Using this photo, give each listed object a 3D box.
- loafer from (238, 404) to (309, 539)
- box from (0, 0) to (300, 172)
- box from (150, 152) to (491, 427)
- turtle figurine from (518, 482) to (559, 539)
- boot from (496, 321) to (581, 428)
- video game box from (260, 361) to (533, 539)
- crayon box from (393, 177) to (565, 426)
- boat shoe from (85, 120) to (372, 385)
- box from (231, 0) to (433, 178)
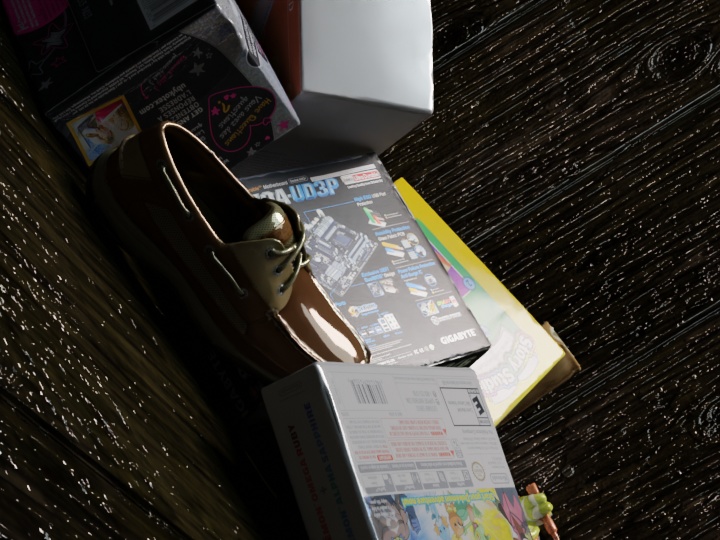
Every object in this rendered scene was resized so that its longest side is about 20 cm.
[{"bbox_3d":[-0.001,0.156,1.340,0.200,0.063,0.072,60,38,-14],"label":"loafer"},{"bbox_3d":[-0.139,-0.145,1.456,0.115,0.132,0.200,55,4,-40],"label":"box"},{"bbox_3d":[-0.028,0.012,1.437,0.200,0.046,0.159,-15,68,-47],"label":"box"},{"bbox_3d":[0.088,0.157,1.695,0.161,0.064,0.200,58,-6,-6],"label":"turtle figurine"},{"bbox_3d":[0.079,0.111,1.807,0.066,0.200,0.175,56,2,3],"label":"boot"},{"bbox_3d":[0.036,0.144,1.285,0.200,0.047,0.182,7,58,-61],"label":"video game box"},{"bbox_3d":[0.023,0.052,1.530,0.173,0.058,0.200,48,42,3],"label":"crayon box"},{"bbox_3d":[-0.068,-0.006,1.315,0.200,0.074,0.076,42,36,-14],"label":"boat shoe"},{"bbox_3d":[-0.039,-0.134,1.542,0.200,0.097,0.125,-35,-127,58],"label":"box"}]
